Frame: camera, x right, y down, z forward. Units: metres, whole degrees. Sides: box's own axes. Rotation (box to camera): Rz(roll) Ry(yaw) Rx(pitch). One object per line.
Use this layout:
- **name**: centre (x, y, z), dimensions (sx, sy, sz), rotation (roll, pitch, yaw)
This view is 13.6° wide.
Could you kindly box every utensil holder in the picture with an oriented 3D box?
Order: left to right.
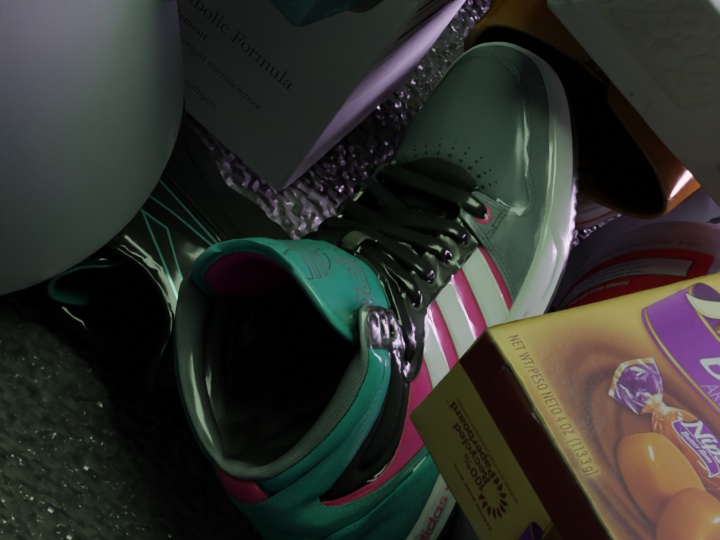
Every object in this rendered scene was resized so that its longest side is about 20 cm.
- **utensil holder**: centre (-0.141, -0.105, 0.952), dimensions (0.169, 0.200, 0.171), rotation (-1, 63, 3)

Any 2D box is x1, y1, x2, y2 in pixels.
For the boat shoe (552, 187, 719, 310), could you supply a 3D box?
- **boat shoe**: centre (0.160, 0.012, 1.219), dimensions (0.199, 0.070, 0.066), rotation (-1, 51, -47)

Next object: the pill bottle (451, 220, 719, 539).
- **pill bottle**: centre (0.098, 0.079, 1.068), dimensions (0.112, 0.112, 0.200), rotation (36, 40, -3)

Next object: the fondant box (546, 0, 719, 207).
- **fondant box**: centre (0.146, -0.127, 1.072), dimensions (0.144, 0.058, 0.201), rotation (46, 46, -33)

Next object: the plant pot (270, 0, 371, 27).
- **plant pot**: centre (-0.013, -0.189, 0.952), dimensions (0.141, 0.141, 0.201), rotation (-21, 89, -9)

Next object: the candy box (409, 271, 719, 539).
- **candy box**: centre (0.126, 0.062, 0.976), dimensions (0.199, 0.056, 0.117), rotation (-12, 63, -42)

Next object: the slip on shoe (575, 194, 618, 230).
- **slip on shoe**: centre (0.097, -0.063, 1.229), dimensions (0.074, 0.061, 0.200), rotation (27, 32, 3)

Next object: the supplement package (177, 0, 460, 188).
- **supplement package**: centre (0.000, -0.150, 1.129), dimensions (0.114, 0.200, 0.110), rotation (41, 39, 4)

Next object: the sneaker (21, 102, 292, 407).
- **sneaker**: centre (-0.094, -0.036, 1.061), dimensions (0.079, 0.075, 0.200), rotation (-22, 67, -44)

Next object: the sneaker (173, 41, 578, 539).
- **sneaker**: centre (0.000, 0.000, 1.006), dimensions (0.121, 0.083, 0.201), rotation (35, 71, -55)

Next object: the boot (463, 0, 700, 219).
- **boot**: centre (0.132, -0.050, 1.127), dimensions (0.201, 0.071, 0.144), rotation (35, 34, -2)
